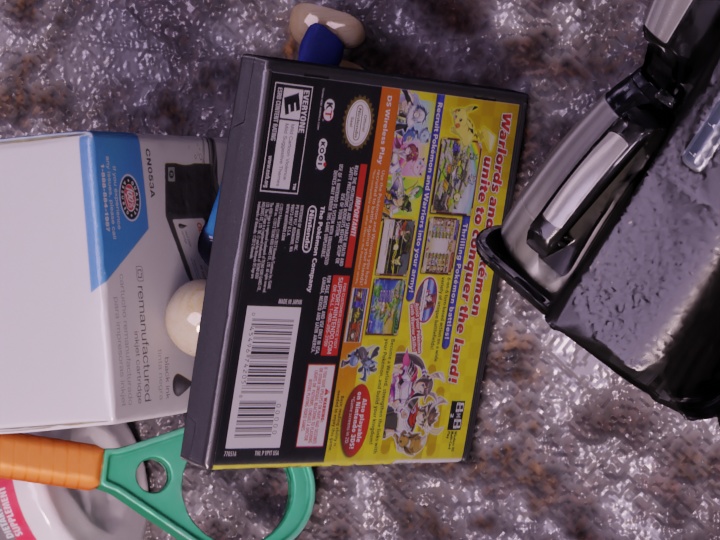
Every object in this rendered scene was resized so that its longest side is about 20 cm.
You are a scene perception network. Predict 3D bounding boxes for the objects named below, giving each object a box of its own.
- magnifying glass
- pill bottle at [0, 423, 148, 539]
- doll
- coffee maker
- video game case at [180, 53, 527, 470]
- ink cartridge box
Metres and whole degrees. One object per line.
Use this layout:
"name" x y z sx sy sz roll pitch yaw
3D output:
"magnifying glass" -0.121 0.110 1.174 0.199 0.022 0.080 10 75 -15
"pill bottle" -0.231 0.143 1.255 0.200 0.111 0.111 -20 83 27
"doll" -0.046 -0.037 1.119 0.048 0.137 0.200 14 56 14
"coffee maker" 0.186 -0.040 1.037 0.192 0.135 0.200 33 109 -2
"video game case" 0.000 0.000 1.093 0.025 0.180 0.201 16 100 47
"ink cartridge box" -0.116 0.004 1.141 0.083 0.200 0.146 -6 89 25
